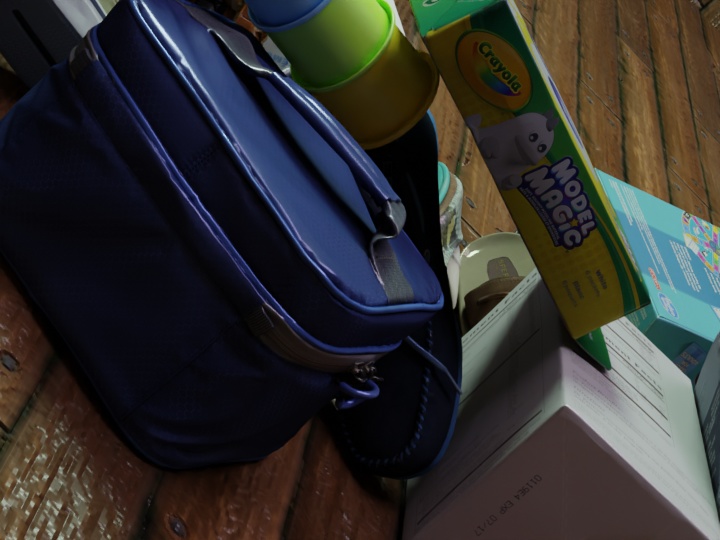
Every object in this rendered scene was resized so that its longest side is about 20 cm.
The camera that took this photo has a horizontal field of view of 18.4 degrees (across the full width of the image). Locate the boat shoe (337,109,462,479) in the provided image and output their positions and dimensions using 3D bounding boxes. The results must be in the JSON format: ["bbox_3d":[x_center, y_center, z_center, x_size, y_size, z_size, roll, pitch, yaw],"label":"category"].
[{"bbox_3d":[0.000,0.000,1.075,0.069,0.084,0.202,32,46,-61],"label":"boat shoe"}]

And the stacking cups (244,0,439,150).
[{"bbox_3d":[-0.040,-0.135,0.984,0.200,0.060,0.061,46,15,-39],"label":"stacking cups"}]

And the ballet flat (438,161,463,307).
[{"bbox_3d":[0.025,0.003,1.224,0.072,0.069,0.200,63,19,-13],"label":"ballet flat"}]

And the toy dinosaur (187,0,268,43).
[{"bbox_3d":[-0.062,-0.138,1.092,0.102,0.199,0.136,40,61,-24],"label":"toy dinosaur"}]

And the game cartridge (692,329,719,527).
[{"bbox_3d":[0.187,0.113,1.142,0.041,0.201,0.134,5,55,-2],"label":"game cartridge"}]

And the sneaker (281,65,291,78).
[{"bbox_3d":[-0.029,-0.060,1.162,0.080,0.095,0.200,53,18,11],"label":"sneaker"}]

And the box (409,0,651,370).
[{"bbox_3d":[0.083,-0.058,1.063,0.118,0.048,0.201,-101,166,-61],"label":"box"}]

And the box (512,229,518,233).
[{"bbox_3d":[0.128,0.051,1.367,0.075,0.050,0.200,40,20,-26],"label":"box"}]

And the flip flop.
[{"bbox_3d":[0.096,0.020,1.291,0.200,0.080,0.058,-105,-172,-60],"label":"flip flop"}]

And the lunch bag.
[{"bbox_3d":[-0.058,-0.018,0.949,0.200,0.132,0.136,52,19,15],"label":"lunch bag"}]

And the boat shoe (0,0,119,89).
[{"bbox_3d":[-0.165,-0.161,1.028,0.201,0.071,0.062,63,31,-42],"label":"boat shoe"}]

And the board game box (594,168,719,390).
[{"bbox_3d":[0.231,0.031,1.417,0.199,0.047,0.151,23,31,-27],"label":"board game box"}]

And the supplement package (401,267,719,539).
[{"bbox_3d":[0.099,0.094,1.108,0.109,0.114,0.200,43,18,-12],"label":"supplement package"}]

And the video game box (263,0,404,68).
[{"bbox_3d":[-0.064,-0.164,1.297,0.181,0.047,0.201,21,28,-22],"label":"video game box"}]
